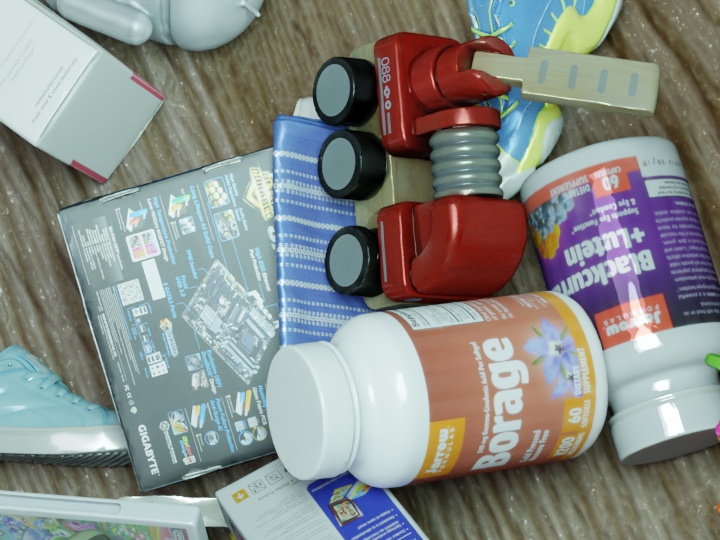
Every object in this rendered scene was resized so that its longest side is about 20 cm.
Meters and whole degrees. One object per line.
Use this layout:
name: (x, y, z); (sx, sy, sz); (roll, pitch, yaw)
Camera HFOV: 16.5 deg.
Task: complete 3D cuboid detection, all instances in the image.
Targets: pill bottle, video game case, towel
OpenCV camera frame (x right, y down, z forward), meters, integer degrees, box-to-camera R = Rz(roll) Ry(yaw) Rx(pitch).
pill bottle: (0.183, 0.022, 1.637); (0.111, 0.111, 0.200); (-17, 75, 7)
video game case: (-0.194, 0.201, 1.665); (0.200, 0.143, 0.018); (4, 48, 12)
towel: (0.000, 0.000, 1.651); (0.024, 0.145, 0.200); (-15, 73, 43)
pill bottle: (0.047, 0.078, 1.572); (0.200, 0.112, 0.112); (-7, 74, -26)

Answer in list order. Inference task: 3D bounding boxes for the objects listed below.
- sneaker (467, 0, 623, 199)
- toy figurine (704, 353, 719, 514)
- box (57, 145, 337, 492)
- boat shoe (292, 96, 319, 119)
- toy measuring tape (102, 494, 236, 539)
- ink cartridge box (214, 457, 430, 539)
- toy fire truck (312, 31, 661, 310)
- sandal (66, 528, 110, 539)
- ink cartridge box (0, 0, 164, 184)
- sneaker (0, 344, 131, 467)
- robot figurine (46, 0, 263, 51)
sneaker: (0.097, -0.145, 1.692); (0.105, 0.076, 0.200); (36, 73, -28)
toy figurine: (0.283, 0.161, 1.568); (0.200, 0.150, 0.184); (13, 93, -30)
box: (-0.099, 0.032, 1.658); (0.159, 0.046, 0.200); (-17, 92, -2)
boat shoe: (-0.066, -0.031, 1.720); (0.069, 0.071, 0.200); (13, 82, 12)
toy measuring tape: (-0.071, 0.170, 1.646); (0.200, 0.074, 0.074); (2, 77, -13)
ink cartridge box: (-0.007, 0.183, 1.552); (0.095, 0.037, 0.200); (-28, 40, -13)
toy fire truck: (0.083, -0.073, 1.592); (0.200, 0.129, 0.176); (-15, 75, 49)
sandal: (-0.212, 0.237, 1.651); (0.057, 0.080, 0.201); (33, 127, 14)
ink cartridge box: (-0.255, -0.159, 1.746); (0.200, 0.147, 0.083); (35, 91, 17)
sneaker: (-0.227, 0.092, 1.725); (0.200, 0.074, 0.082); (3, 80, 10)
robot figurine: (-0.149, -0.222, 1.756); (0.200, 0.113, 0.170); (17, 51, 14)
